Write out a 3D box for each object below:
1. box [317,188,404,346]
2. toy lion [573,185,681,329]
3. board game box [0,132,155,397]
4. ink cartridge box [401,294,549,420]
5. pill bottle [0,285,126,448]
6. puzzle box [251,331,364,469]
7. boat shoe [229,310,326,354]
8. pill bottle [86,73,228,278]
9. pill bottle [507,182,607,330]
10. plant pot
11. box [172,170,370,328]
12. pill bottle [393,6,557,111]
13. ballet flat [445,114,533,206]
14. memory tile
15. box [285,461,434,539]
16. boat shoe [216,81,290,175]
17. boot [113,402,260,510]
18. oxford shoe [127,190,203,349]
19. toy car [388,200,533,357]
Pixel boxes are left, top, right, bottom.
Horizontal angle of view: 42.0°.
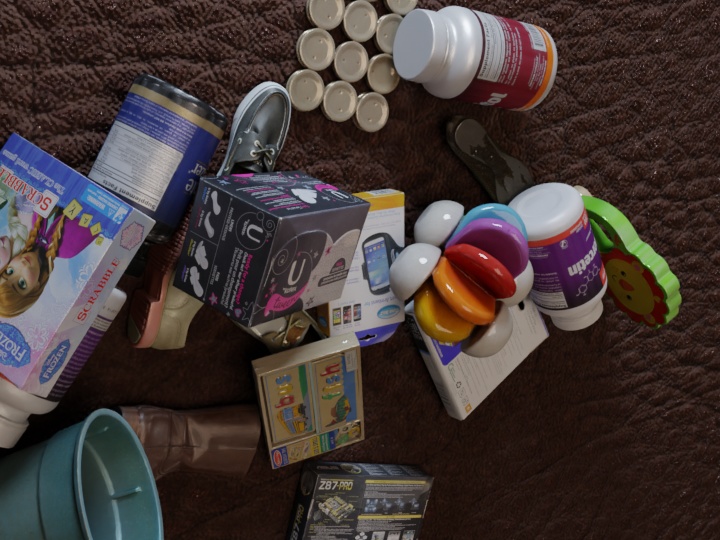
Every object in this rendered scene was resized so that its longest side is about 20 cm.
[{"bbox_3d":[0.000,0.000,1.229,0.118,0.041,0.202,-10,111,-29],"label":"box"},{"bbox_3d":[0.374,-0.012,1.358,0.068,0.191,0.201,-35,118,-18],"label":"toy lion"},{"bbox_3d":[-0.330,-0.011,0.935,0.201,0.199,0.041,-59,151,-4],"label":"board game box"},{"bbox_3d":[0.169,0.076,1.344,0.200,0.043,0.199,-39,120,-24],"label":"ink cartridge box"},{"bbox_3d":[-0.348,0.081,0.998,0.111,0.111,0.201,36,84,-33],"label":"pill bottle"},{"bbox_3d":[-0.062,0.167,1.181,0.132,0.026,0.201,-16,137,-12],"label":"puzzle box"},{"bbox_3d":[-0.091,0.072,1.175,0.200,0.068,0.075,40,82,-32],"label":"boat shoe"},{"bbox_3d":[-0.234,-0.100,1.017,0.111,0.112,0.201,26,90,-33],"label":"pill bottle"},{"bbox_3d":[0.279,-0.015,1.316,0.112,0.112,0.201,-38,124,-16],"label":"pill bottle"},{"bbox_3d":[-0.338,0.269,0.991,0.194,0.201,0.202,-15,115,6],"label":"plant pot"},{"bbox_3d":[-0.094,-0.029,1.058,0.199,0.114,0.133,-14,126,-60],"label":"box"},{"bbox_3d":[0.144,-0.270,1.191,0.198,0.113,0.114,3,102,-34],"label":"pill bottle"},{"bbox_3d":[0.176,-0.146,1.296,0.200,0.046,0.068,39,85,-37],"label":"ballet flat"},{"bbox_3d":[-0.009,-0.282,1.159,0.152,0.017,0.202,10,97,-33],"label":"memory tile"},{"bbox_3d":[-0.004,0.355,1.319,0.198,0.049,0.163,8,101,-32],"label":"box"},{"bbox_3d":[-0.129,-0.124,1.105,0.068,0.056,0.202,24,91,-33],"label":"boat shoe"},{"bbox_3d":[-0.217,0.253,1.160,0.199,0.064,0.188,6,102,-37],"label":"boot"},{"bbox_3d":[-0.208,-0.002,1.091,0.073,0.071,0.202,13,106,-38],"label":"oxford shoe"},{"bbox_3d":[0.148,-0.005,1.195,0.175,0.150,0.201,37,53,-8],"label":"toy car"}]
